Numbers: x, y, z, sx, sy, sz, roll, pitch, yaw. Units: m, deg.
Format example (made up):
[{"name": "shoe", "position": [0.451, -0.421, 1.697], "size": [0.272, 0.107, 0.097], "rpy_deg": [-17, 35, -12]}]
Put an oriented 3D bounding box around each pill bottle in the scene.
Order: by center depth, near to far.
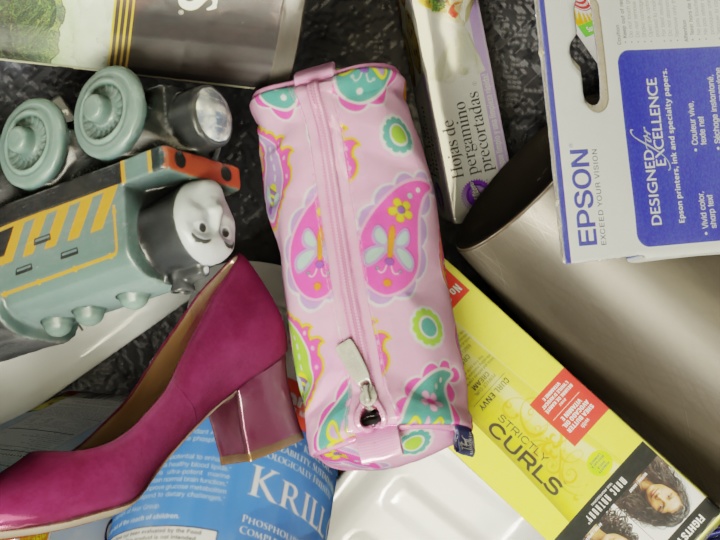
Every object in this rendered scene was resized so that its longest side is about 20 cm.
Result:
[{"name": "pill bottle", "position": [-0.066, 0.101, 1.067], "size": [0.111, 0.112, 0.201], "rpy_deg": [14, 61, -9]}]

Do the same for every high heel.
[{"name": "high heel", "position": [-0.115, 0.060, 0.952], "size": [0.199, 0.067, 0.097], "rpy_deg": [-18, 92, -44]}]

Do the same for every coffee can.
[{"name": "coffee can", "position": [-0.129, -0.172, 1.041], "size": [0.198, 0.146, 0.148], "rpy_deg": [5, 98, -8]}]

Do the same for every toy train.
[{"name": "toy train", "position": [-0.142, -0.026, 1.026], "size": [0.199, 0.085, 0.115], "rpy_deg": [-17, 72, 33]}]

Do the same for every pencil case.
[{"name": "pencil case", "position": [0.000, 0.000, 1.013], "size": [0.087, 0.087, 0.202], "rpy_deg": [-8, 76, -6]}]

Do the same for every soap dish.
[{"name": "soap dish", "position": [0.043, 0.142, 1.144], "size": [0.157, 0.081, 0.200], "rpy_deg": [39, 92, -11]}]

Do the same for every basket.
[{"name": "basket", "position": [0.159, 0.015, 1.081], "size": [0.200, 0.180, 0.136], "rpy_deg": [43, 67, -12]}]

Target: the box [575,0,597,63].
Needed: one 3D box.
[{"name": "box", "position": [0.201, -0.127, 1.099], "size": [0.112, 0.101, 0.200], "rpy_deg": [-41, 102, -21]}]

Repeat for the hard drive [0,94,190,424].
[{"name": "hard drive", "position": [-0.207, 0.016, 1.119], "size": [0.199, 0.026, 0.132], "rpy_deg": [-35, 101, -1]}]

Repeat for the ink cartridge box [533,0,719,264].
[{"name": "ink cartridge box", "position": [0.166, -0.106, 1.002], "size": [0.199, 0.047, 0.199], "rpy_deg": [-5, 87, -22]}]

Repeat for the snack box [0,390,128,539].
[{"name": "snack box", "position": [-0.162, 0.164, 1.057], "size": [0.067, 0.200, 0.170], "rpy_deg": [3, 98, 14]}]

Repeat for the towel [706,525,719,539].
[{"name": "towel", "position": [0.159, 0.209, 1.135], "size": [0.147, 0.050, 0.200], "rpy_deg": [-26, 142, 2]}]

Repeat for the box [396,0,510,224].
[{"name": "box", "position": [0.046, -0.128, 1.124], "size": [0.038, 0.041, 0.202], "rpy_deg": [-13, 101, -8]}]

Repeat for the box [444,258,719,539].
[{"name": "box", "position": [0.089, 0.083, 1.048], "size": [0.200, 0.050, 0.075], "rpy_deg": [44, 89, 16]}]
